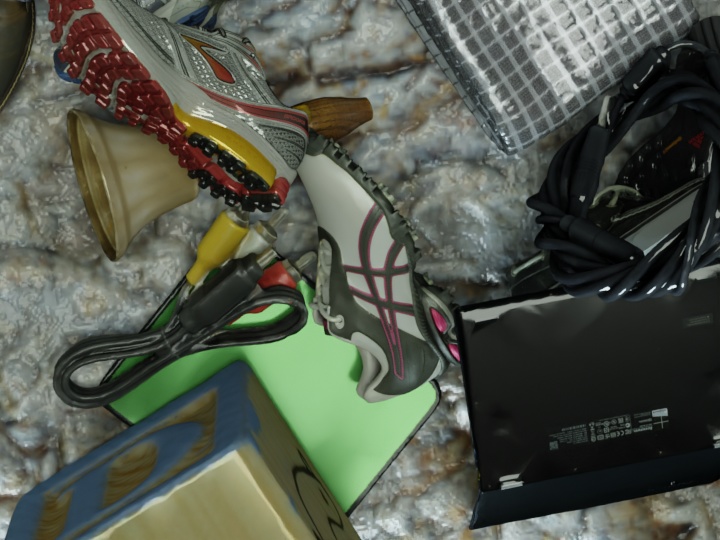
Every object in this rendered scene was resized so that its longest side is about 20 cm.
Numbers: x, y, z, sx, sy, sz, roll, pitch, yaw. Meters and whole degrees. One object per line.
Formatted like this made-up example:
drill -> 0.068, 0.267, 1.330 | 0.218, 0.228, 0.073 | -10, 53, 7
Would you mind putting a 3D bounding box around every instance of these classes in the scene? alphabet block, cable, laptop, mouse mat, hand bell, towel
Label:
alphabet block -> -0.104, 0.211, 1.341 | 0.196, 0.195, 0.201 | -31, 103, 5
cable -> -0.116, 0.035, 1.395 | 0.200, 0.050, 0.097 | -36, 118, 13
laptop -> 0.159, 0.089, 1.381 | 0.186, 0.116, 0.201 | -11, 106, -4
mouse mat -> -0.062, 0.086, 1.421 | 0.200, 0.008, 0.161 | 39, 94, -12
hand bell -> -0.086, -0.085, 1.360 | 0.199, 0.104, 0.105 | -18, 102, -15
towel -> 0.110, -0.200, 1.347 | 0.165, 0.086, 0.200 | -34, 102, 0
cable -> 0.173, -0.056, 1.274 | 0.163, 0.201, 0.051 | -35, 124, 22

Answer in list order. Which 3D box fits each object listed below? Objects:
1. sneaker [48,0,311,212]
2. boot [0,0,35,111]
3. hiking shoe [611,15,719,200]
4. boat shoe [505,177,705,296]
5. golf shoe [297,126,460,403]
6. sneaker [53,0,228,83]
sneaker -> -0.114, -0.125, 1.284 | 0.200, 0.078, 0.082 | 41, 62, -25
boot -> -0.241, -0.186, 1.306 | 0.074, 0.097, 0.201 | 11, 99, -8
hiking shoe -> 0.242, -0.080, 1.385 | 0.100, 0.076, 0.201 | -10, 133, -43
boat shoe -> 0.167, -0.020, 1.348 | 0.070, 0.200, 0.064 | -5, 67, -44
golf shoe -> 0.000, 0.000, 1.359 | 0.088, 0.077, 0.201 | -34, 112, -7
sneaker -> -0.124, -0.197, 1.336 | 0.200, 0.077, 0.085 | -34, 83, 6
